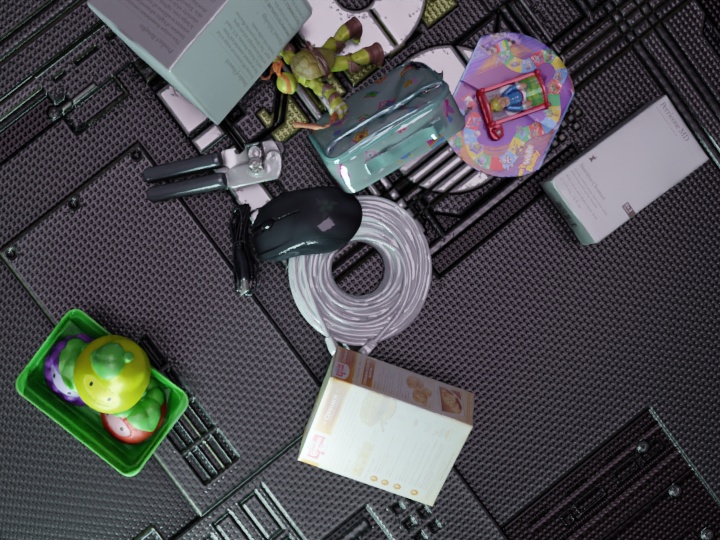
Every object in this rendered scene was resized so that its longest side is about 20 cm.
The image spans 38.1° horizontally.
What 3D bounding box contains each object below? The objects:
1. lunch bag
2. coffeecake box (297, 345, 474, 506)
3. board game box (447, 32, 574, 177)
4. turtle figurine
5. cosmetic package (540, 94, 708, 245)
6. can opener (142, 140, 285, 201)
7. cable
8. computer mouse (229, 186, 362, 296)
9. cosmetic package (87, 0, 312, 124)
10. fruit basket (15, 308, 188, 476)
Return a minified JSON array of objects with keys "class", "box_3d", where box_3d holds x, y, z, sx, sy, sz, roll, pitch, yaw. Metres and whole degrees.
[{"class":"lunch bag","box_3d":[0.035,-0.192,1.375,0.198,0.161,0.078,-32,118,1]},{"class":"coffeecake box","box_3d":[0.034,0.210,1.400,0.197,0.073,0.155,19,122,-4]},{"class":"board game box","box_3d":[0.210,-0.231,1.450,0.156,0.039,0.202,26,90,-4]},{"class":"turtle figurine","box_3d":[-0.060,-0.282,1.400,0.160,0.065,0.200,-32,55,-19]},{"class":"cosmetic package","box_3d":[0.363,-0.137,1.443,0.199,0.081,0.113,-38,92,-1]},{"class":"can opener","box_3d":[-0.196,-0.133,1.421,0.197,0.066,0.053,-12,90,5]},{"class":"cable","box_3d":[0.000,0.000,1.428,0.199,0.069,0.201,-34,92,-3]},{"class":"computer mouse","box_3d":[-0.094,-0.056,1.373,0.197,0.053,0.140,-17,63,19]},{"class":"cosmetic package","box_3d":[-0.201,-0.337,1.334,0.167,0.166,0.201,40,88,21]},{"class":"fruit basket","box_3d":[-0.328,0.151,1.344,0.215,0.216,0.156,38,89,-4]}]
